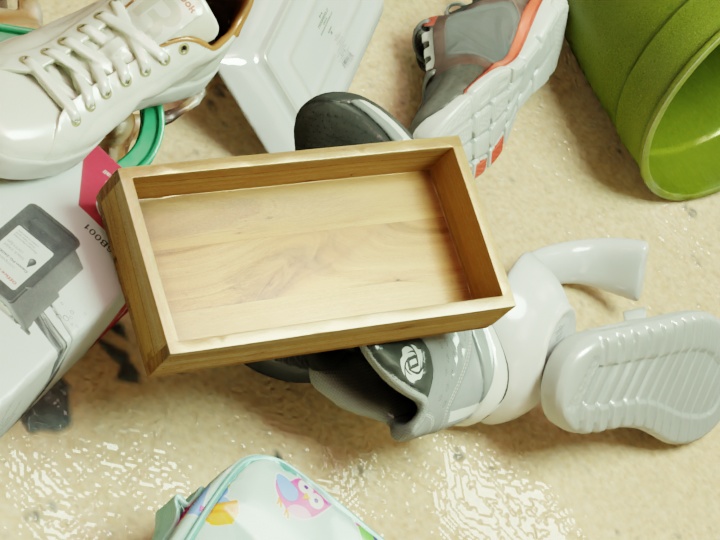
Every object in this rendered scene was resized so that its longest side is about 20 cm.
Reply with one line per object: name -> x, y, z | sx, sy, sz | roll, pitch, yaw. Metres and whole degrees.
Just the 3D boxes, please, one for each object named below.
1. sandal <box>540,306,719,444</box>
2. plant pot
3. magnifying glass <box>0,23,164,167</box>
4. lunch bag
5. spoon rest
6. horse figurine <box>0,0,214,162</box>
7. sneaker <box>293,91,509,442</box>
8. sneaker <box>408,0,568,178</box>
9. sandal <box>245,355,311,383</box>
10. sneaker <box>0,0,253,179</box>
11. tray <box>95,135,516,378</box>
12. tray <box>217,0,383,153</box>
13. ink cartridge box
sandal -> 0.162, 0.056, 1.342 | 0.050, 0.083, 0.202 | 22, 8, 36
plant pot -> 0.213, -0.185, 1.517 | 0.200, 0.201, 0.193 | -9, 51, -41
magnifying glass -> -0.194, -0.113, 1.197 | 0.200, 0.022, 0.080 | 34, 72, -8
lunch bag -> -0.052, 0.191, 1.072 | 0.160, 0.077, 0.200 | 37, 42, -5
spoon rest -> 0.108, 0.025, 1.334 | 0.060, 0.100, 0.200 | 16, 24, 23
horse figurine -> -0.165, -0.114, 1.246 | 0.200, 0.050, 0.133 | 42, 55, -11
sneaker -> 0.000, 0.000, 1.208 | 0.115, 0.075, 0.200 | -21, 81, -51
sneaker -> 0.062, -0.122, 1.437 | 0.082, 0.077, 0.200 | 21, 38, 16
sandal -> -0.015, 0.028, 1.267 | 0.200, 0.043, 0.076 | -3, 66, -50
sneaker -> -0.127, -0.112, 1.136 | 0.073, 0.085, 0.200 | 48, 40, 5
tray -> -0.026, -0.009, 1.144 | 0.200, 0.037, 0.099 | -8, 70, -30
tray -> -0.028, -0.146, 1.370 | 0.108, 0.022, 0.200 | 59, 33, -30
ink cartridge box -> -0.201, 0.002, 1.105 | 0.145, 0.083, 0.200 | 43, 41, -1
